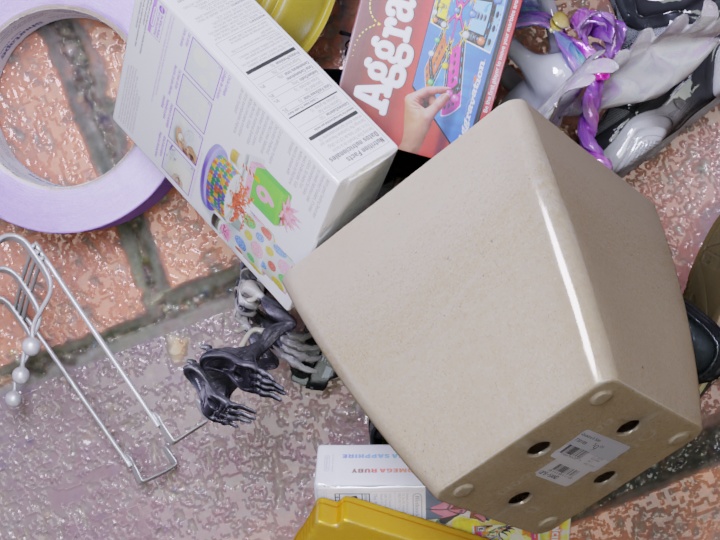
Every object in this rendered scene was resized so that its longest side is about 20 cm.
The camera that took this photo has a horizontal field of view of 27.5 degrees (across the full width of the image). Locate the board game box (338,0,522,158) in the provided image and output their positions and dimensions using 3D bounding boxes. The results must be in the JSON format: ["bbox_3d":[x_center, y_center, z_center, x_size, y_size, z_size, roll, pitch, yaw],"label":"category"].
[{"bbox_3d":[0.052,-0.174,0.946,0.102,0.019,0.202,14,107,-1],"label":"board game box"}]

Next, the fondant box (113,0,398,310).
[{"bbox_3d":[-0.077,-0.093,0.985,0.058,0.145,0.200,-31,70,-33],"label":"fondant box"}]

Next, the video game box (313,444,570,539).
[{"bbox_3d":[0.062,0.209,1.084,0.180,0.047,0.201,1,131,4],"label":"video game box"}]

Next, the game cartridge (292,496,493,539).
[{"bbox_3d":[0.017,0.252,1.077,0.175,0.033,0.201,19,127,-12],"label":"game cartridge"}]

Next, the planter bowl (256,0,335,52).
[{"bbox_3d":[-0.104,-0.238,1.044,0.199,0.083,0.203,8,101,47],"label":"planter bowl"}]

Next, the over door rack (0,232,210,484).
[{"bbox_3d":[-0.213,0.078,1.089,0.200,0.148,0.067,44,63,1],"label":"over door rack"}]

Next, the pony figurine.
[{"bbox_3d":[0.138,-0.130,1.026,0.165,0.194,0.201,-22,66,-32],"label":"pony figurine"}]

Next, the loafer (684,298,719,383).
[{"bbox_3d":[0.173,0.029,1.077,0.199,0.070,0.069,26,96,25],"label":"loafer"}]

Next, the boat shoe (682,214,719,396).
[{"bbox_3d":[0.267,0.046,1.105,0.064,0.073,0.201,15,112,-36],"label":"boat shoe"}]

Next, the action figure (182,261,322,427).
[{"bbox_3d":[-0.051,0.025,1.073,0.101,0.201,0.119,31,139,-6],"label":"action figure"}]

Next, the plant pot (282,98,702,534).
[{"bbox_3d":[0.102,0.050,0.936,0.199,0.199,0.178,-36,53,22],"label":"plant pot"}]

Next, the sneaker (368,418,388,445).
[{"bbox_3d":[0.037,0.091,1.104,0.070,0.083,0.202,-5,100,-5],"label":"sneaker"}]

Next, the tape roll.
[{"bbox_3d":[-0.223,-0.130,1.124,0.198,0.066,0.203,0,92,3],"label":"tape roll"}]

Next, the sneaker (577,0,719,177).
[{"bbox_3d":[0.206,-0.150,1.100,0.199,0.075,0.114,-39,81,9],"label":"sneaker"}]

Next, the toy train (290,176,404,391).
[{"bbox_3d":[0.000,0.000,1.134,0.045,0.034,0.202,23,94,-3],"label":"toy train"}]

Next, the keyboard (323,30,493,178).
[{"bbox_3d":[0.036,-0.121,1.064,0.039,0.199,0.105,-15,107,-35],"label":"keyboard"}]
